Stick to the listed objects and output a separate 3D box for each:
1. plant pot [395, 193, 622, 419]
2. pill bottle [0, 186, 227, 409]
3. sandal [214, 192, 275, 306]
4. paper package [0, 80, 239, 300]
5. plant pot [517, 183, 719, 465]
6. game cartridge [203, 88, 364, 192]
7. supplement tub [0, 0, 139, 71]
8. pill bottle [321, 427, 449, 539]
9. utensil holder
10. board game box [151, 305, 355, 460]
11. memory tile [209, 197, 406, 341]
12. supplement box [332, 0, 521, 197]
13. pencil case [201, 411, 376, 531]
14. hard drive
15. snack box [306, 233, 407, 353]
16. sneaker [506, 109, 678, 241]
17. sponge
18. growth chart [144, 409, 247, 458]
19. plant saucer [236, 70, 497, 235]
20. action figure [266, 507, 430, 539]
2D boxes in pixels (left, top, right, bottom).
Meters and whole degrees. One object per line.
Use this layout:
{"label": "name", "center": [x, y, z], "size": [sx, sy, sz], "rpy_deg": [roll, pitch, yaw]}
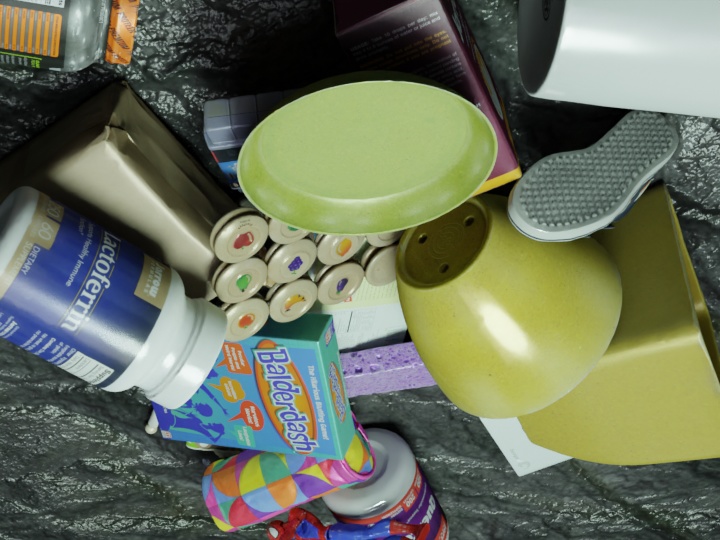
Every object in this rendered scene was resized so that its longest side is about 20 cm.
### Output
{"label": "plant pot", "center": [0.111, 0.012, 1.139], "size": [0.200, 0.200, 0.142], "rpy_deg": [-30, 132, 22]}
{"label": "pill bottle", "center": [-0.215, 0.027, 1.033], "size": [0.200, 0.116, 0.116], "rpy_deg": [31, 124, -23]}
{"label": "sandal", "center": [-0.102, 0.011, 1.223], "size": [0.081, 0.055, 0.200], "rpy_deg": [10, 125, -16]}
{"label": "paper package", "center": [-0.228, -0.033, 1.124], "size": [0.200, 0.104, 0.191], "rpy_deg": [-30, 122, 20]}
{"label": "plant pot", "center": [0.234, 0.071, 1.233], "size": [0.199, 0.195, 0.196], "rpy_deg": [-16, 134, 16]}
{"label": "game cartridge", "center": [-0.057, -0.104, 1.063], "size": [0.129, 0.039, 0.200], "rpy_deg": [-11, 169, 0]}
{"label": "supplement tub", "center": [-0.264, -0.216, 0.945], "size": [0.199, 0.123, 0.123], "rpy_deg": [8, 133, -14]}
{"label": "pill bottle", "center": [0.034, 0.277, 1.456], "size": [0.112, 0.113, 0.200], "rpy_deg": [-17, 133, 11]}
{"label": "utensil holder", "center": [0.235, -0.203, 0.981], "size": [0.199, 0.170, 0.170], "rpy_deg": [3, 133, -6]}
{"label": "board game box", "center": [-0.114, 0.106, 1.244], "size": [0.199, 0.045, 0.153], "rpy_deg": [3, 127, 19]}
{"label": "memory tile", "center": [-0.038, -0.017, 1.113], "size": [0.199, 0.017, 0.154], "rpy_deg": [-22, 141, -24]}
{"label": "supplement box", "center": [0.053, -0.163, 1.037], "size": [0.085, 0.111, 0.200], "rpy_deg": [-21, 132, 13]}
{"label": "pencil case", "center": [-0.080, 0.215, 1.376], "size": [0.200, 0.089, 0.088], "rpy_deg": [-23, 132, 27]}
{"label": "hard drive", "center": [0.245, 0.156, 1.422], "size": [0.199, 0.026, 0.132], "rpy_deg": [-22, 132, 14]}
{"label": "snack box", "center": [0.000, 0.000, 1.224], "size": [0.116, 0.037, 0.200], "rpy_deg": [-5, 135, -19]}
{"label": "sneaker", "center": [0.196, -0.067, 1.113], "size": [0.200, 0.079, 0.079], "rpy_deg": [-30, 163, -32]}
{"label": "sponge", "center": [0.037, 0.100, 1.311], "size": [0.199, 0.030, 0.112], "rpy_deg": [-9, 164, 3]}
{"label": "growth chart", "center": [-0.135, 0.168, 1.389], "size": [0.199, 0.018, 0.145], "rpy_deg": [15, 140, -19]}
{"label": "plant saucer", "center": [0.004, -0.092, 0.979], "size": [0.199, 0.031, 0.200], "rpy_deg": [-4, 150, -2]}
{"label": "action figure", "center": [-0.025, 0.304, 1.347], "size": [0.199, 0.099, 0.065], "rpy_deg": [2, 140, 32]}
